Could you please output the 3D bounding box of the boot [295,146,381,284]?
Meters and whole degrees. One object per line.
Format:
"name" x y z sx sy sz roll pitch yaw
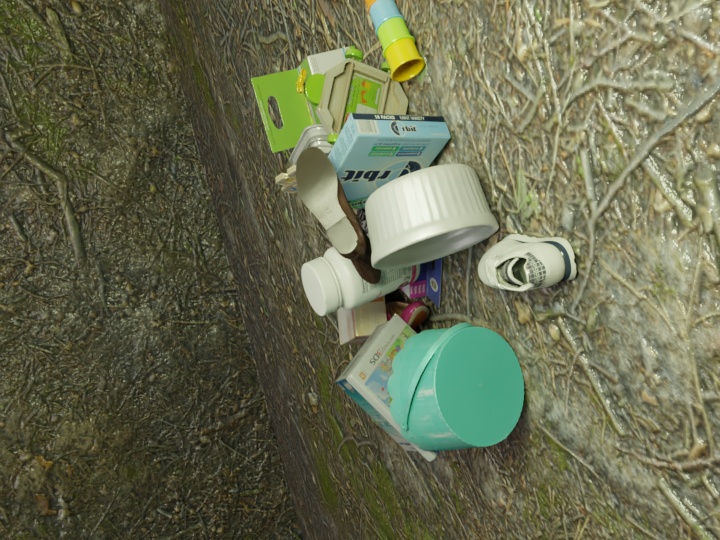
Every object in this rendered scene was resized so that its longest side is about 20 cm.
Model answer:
"boot" -0.027 -0.079 1.018 0.200 0.063 0.191 38 -150 -71

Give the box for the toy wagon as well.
"toy wagon" -0.016 -0.282 1.064 0.039 0.194 0.160 180 103 -71

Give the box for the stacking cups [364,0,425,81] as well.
"stacking cups" 0.044 -0.406 1.029 0.061 0.059 0.205 128 126 -65

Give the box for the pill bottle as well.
"pill bottle" 0.000 0.000 1.149 0.114 0.196 0.116 47 148 41

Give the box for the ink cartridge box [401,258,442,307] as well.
"ink cartridge box" 0.085 -0.056 1.216 0.200 0.042 0.201 49 149 48

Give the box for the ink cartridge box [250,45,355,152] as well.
"ink cartridge box" -0.089 -0.322 1.216 0.075 0.195 0.152 0 108 67

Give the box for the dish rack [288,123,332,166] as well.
"dish rack" -0.042 -0.215 1.222 0.200 0.166 0.045 148 121 -69

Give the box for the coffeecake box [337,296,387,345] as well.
"coffeecake box" -0.002 0.076 1.417 0.200 0.071 0.159 136 131 -74

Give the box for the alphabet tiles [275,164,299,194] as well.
"alphabet tiles" -0.065 -0.174 1.270 0.193 0.195 0.015 -17 71 52

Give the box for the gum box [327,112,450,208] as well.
"gum box" 0.027 -0.171 1.042 0.200 0.165 0.046 -50 52 54

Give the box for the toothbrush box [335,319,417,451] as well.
"toothbrush box" 0.074 0.221 1.228 0.199 0.147 0.085 42 158 -4

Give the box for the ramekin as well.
"ramekin" 0.099 -0.079 0.959 0.200 0.195 0.101 141 114 -67

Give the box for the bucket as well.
"bucket" 0.155 0.187 1.032 0.134 0.203 0.213 -25 85 60

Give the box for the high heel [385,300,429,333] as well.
"high heel" 0.084 0.077 1.275 0.097 0.067 0.201 53 172 16

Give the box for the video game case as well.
"video game case" 0.092 0.200 1.132 0.200 0.182 0.022 44 135 0

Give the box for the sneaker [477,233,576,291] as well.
"sneaker" 0.209 -0.005 0.895 0.079 0.079 0.199 70 161 -1

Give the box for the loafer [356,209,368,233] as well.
"loafer" 0.010 -0.078 1.352 0.073 0.061 0.203 57 155 35

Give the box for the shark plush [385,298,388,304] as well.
"shark plush" 0.073 0.166 1.399 0.203 0.090 0.083 60 -173 16
